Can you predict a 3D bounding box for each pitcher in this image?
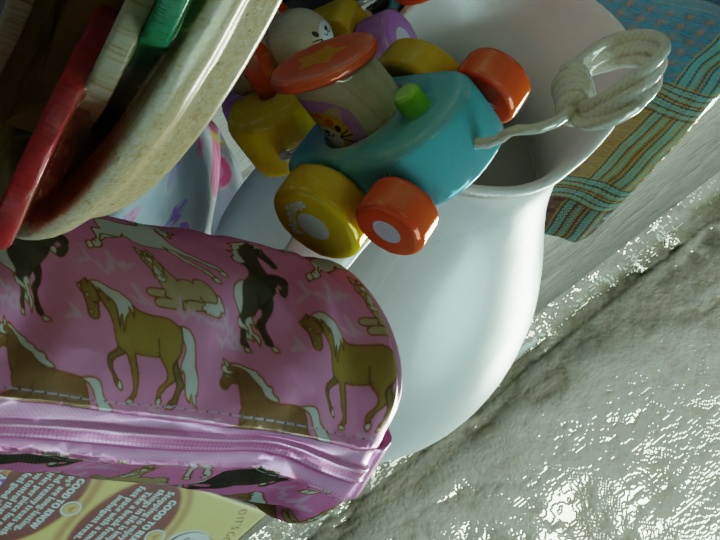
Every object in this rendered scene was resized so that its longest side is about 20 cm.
[{"bbox_3d":[0.000,0.000,0.921,0.172,0.121,0.200,-41,169,-39],"label":"pitcher"}]

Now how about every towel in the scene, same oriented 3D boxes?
[{"bbox_3d":[0.065,-0.069,1.001,0.147,0.022,0.200,9,151,-16],"label":"towel"}]

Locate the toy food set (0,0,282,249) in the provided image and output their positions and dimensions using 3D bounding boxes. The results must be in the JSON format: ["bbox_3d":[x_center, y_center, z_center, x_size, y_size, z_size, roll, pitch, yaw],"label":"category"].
[{"bbox_3d":[-0.053,-0.097,0.621,0.200,0.049,0.198,10,-102,68],"label":"toy food set"}]

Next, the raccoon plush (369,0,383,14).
[{"bbox_3d":[0.023,-0.096,1.032,0.200,0.134,0.097,-41,172,13],"label":"raccoon plush"}]

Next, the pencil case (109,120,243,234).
[{"bbox_3d":[-0.099,-0.038,0.943,0.083,0.091,0.200,-5,167,7],"label":"pencil case"}]

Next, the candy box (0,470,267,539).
[{"bbox_3d":[-0.127,0.020,0.783,0.200,0.117,0.056,24,123,-40],"label":"candy box"}]

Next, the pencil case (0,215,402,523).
[{"bbox_3d":[-0.075,0.024,0.704,0.083,0.087,0.200,-16,164,37],"label":"pencil case"}]

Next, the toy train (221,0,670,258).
[{"bbox_3d":[0.017,-0.084,0.805,0.150,0.056,0.200,-35,-154,6],"label":"toy train"}]

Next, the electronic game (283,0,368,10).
[{"bbox_3d":[-0.008,-0.144,0.881,0.200,0.042,0.200,-50,165,-19],"label":"electronic game"}]
